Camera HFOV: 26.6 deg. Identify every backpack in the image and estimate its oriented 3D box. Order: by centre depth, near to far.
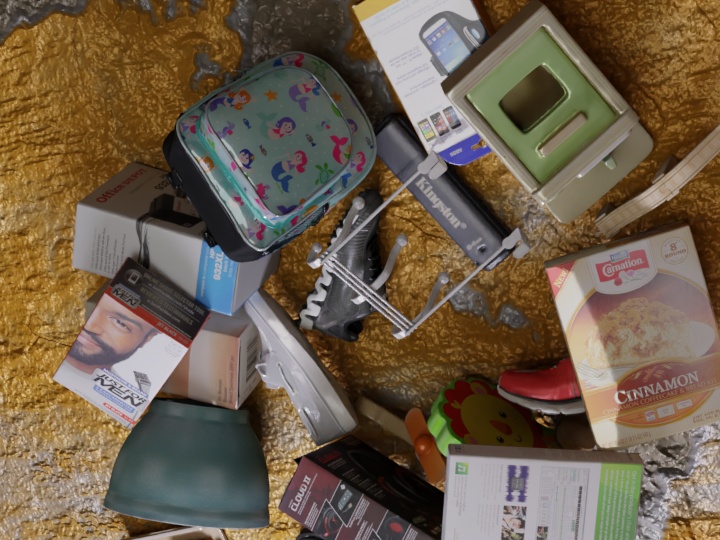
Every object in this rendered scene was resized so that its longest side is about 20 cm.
[{"bbox_3d":[-0.084,-0.129,1.583,0.179,0.199,0.150,56,151,0],"label":"backpack"}]

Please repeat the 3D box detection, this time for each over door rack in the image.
[{"bbox_3d":[0.062,-0.030,1.606,0.147,0.067,0.199,39,122,-24],"label":"over door rack"}]

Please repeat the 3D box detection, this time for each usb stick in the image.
[{"bbox_3d":[0.086,-0.085,1.640,0.200,0.033,0.055,48,119,-4],"label":"usb stick"}]

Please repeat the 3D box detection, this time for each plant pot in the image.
[{"bbox_3d":[-0.197,0.223,1.804,0.198,0.200,0.136,7,88,17],"label":"plant pot"}]

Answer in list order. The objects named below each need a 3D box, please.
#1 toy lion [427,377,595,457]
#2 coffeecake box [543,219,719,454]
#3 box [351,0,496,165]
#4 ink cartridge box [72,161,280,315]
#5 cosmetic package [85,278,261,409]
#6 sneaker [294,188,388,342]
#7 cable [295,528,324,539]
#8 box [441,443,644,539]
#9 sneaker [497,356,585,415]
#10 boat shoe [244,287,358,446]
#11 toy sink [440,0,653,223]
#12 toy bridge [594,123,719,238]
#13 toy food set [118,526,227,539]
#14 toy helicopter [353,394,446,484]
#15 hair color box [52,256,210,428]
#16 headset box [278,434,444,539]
[{"bbox_3d":[0.162,0.203,1.649,0.190,0.201,0.069,23,122,-12],"label":"toy lion"},{"bbox_3d":[0.288,0.067,1.563,0.152,0.073,0.202,-17,94,7],"label":"coffeecake box"},{"bbox_3d":[0.089,-0.213,1.574,0.118,0.042,0.201,-24,104,20],"label":"box"},{"bbox_3d":[-0.202,-0.039,1.702,0.198,0.145,0.085,16,117,13],"label":"ink cartridge box"},{"bbox_3d":[-0.218,0.082,1.794,0.198,0.087,0.105,11,117,16],"label":"cosmetic package"},{"bbox_3d":[0.000,0.000,1.693,0.090,0.067,0.201,27,123,4],"label":"sneaker"},{"bbox_3d":[0.016,0.332,1.854,0.199,0.050,0.098,-15,117,38],"label":"cable"},{"bbox_3d":[0.182,0.253,1.546,0.197,0.036,0.146,4,106,0],"label":"box"},{"bbox_3d":[0.246,0.104,1.647,0.197,0.077,0.086,-4,105,10],"label":"sneaker"},{"bbox_3d":[-0.082,0.112,1.738,0.068,0.072,0.201,-34,105,6],"label":"boat shoe"},{"bbox_3d":[0.192,-0.147,1.499,0.130,0.112,0.200,-40,100,9],"label":"toy sink"},{"bbox_3d":[0.311,-0.093,1.533,0.027,0.067,0.200,46,119,-4],"label":"toy bridge"},{"bbox_3d":[-0.219,0.421,1.957,0.142,0.060,0.202,-16,107,26],"label":"toy food set"},{"bbox_3d":[0.071,0.197,1.724,0.199,0.132,0.079,30,91,25],"label":"toy helicopter"},{"bbox_3d":[-0.256,0.084,1.686,0.110,0.064,0.200,33,138,-5],"label":"hair color box"},{"bbox_3d":[0.011,0.267,1.724,0.199,0.148,0.076,30,103,18],"label":"headset box"}]
